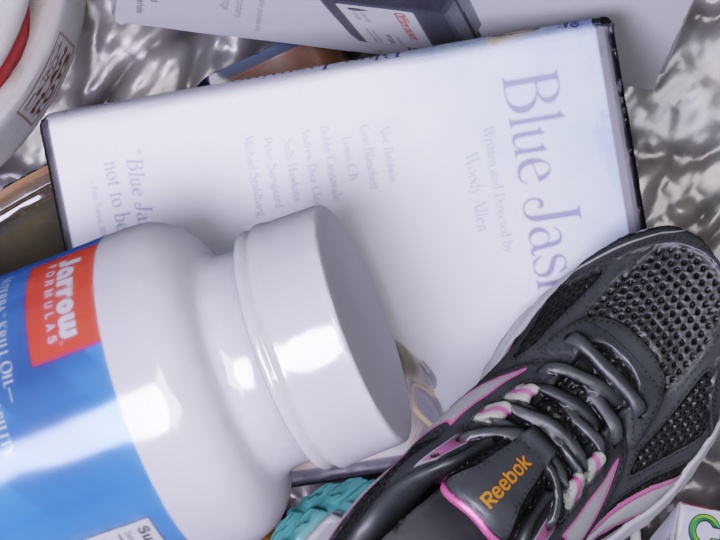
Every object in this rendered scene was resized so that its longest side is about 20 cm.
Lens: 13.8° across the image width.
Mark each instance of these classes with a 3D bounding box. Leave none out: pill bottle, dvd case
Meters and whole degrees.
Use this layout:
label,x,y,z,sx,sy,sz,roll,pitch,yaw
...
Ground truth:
label,x,y,z,sx,sy,sz,roll,pitch,yaw
pill bottle,-0.090,0.050,0.974,0.199,0.112,0.113,-21,93,10
dvd case,0.000,0.000,1.020,0.199,0.018,0.143,-9,100,7

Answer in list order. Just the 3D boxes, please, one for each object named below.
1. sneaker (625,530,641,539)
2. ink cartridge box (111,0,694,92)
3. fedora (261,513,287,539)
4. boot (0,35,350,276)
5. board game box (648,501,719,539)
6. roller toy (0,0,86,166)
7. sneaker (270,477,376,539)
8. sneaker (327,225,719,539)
label,x,y,z,sx,sy,sz,roll,pitch,yaw
sneaker,0.048,0.022,1.072,0.080,0.083,0.201,-12,101,9
ink cartridge box,0.019,-0.156,1.047,0.199,0.084,0.146,7,69,-4
fedora,-0.040,0.177,1.058,0.200,0.201,0.082,37,128,-4
boot,-0.075,-0.003,1.071,0.199,0.075,0.097,-29,90,-4
board game box,0.192,0.136,1.066,0.199,0.126,0.035,13,67,-4
roller toy,-0.188,-0.106,1.028,0.182,0.140,0.201,-19,83,2
sneaker,0.039,0.154,1.029,0.078,0.091,0.200,-40,56,-7
sneaker,0.052,0.069,0.953,0.080,0.086,0.200,39,84,7
